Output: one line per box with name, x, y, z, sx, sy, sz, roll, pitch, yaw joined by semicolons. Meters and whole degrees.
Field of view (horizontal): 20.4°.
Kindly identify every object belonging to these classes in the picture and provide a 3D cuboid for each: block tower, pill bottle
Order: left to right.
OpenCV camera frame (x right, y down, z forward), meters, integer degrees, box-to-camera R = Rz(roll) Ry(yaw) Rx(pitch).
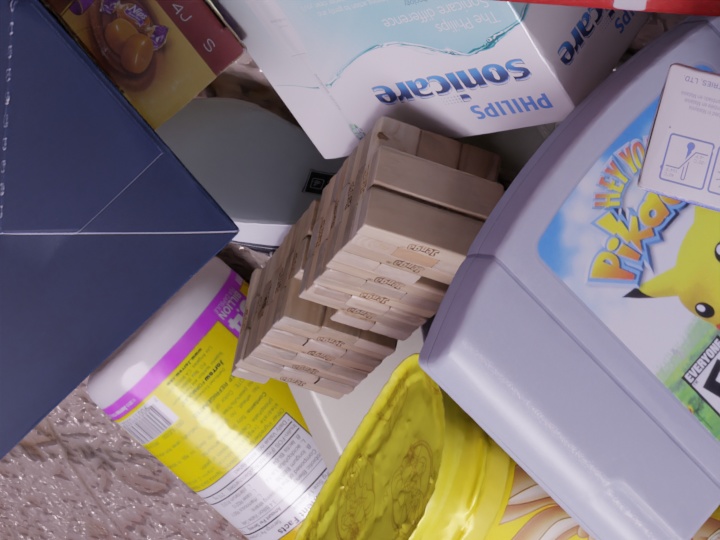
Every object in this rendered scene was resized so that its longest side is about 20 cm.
pill bottle;-0.045;0.092;1.095;0.200;0.104;0.104;43;147;-10
block tower;0.000;0.000;0.850;0.058;0.054;0.200;18;157;-13

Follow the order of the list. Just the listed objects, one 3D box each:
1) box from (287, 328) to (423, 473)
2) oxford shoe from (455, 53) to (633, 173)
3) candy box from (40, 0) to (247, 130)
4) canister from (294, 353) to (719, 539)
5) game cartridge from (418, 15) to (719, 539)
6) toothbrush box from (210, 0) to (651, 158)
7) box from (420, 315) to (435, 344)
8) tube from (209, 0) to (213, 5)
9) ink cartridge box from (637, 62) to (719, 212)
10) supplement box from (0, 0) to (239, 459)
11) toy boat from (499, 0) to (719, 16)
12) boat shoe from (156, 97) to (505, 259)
box;0.027;0.110;1.016;0.200;0.068;0.082;67;171;-17
oxford shoe;0.105;-0.048;0.821;0.200;0.058;0.075;16;145;32
candy box;-0.129;-0.131;0.865;0.117;0.056;0.200;51;171;-21
canister;0.088;0.124;0.811;0.200;0.087;0.149;17;124;-20
game cartridge;0.121;-0.006;0.729;0.133;0.200;0.040;43;168;-9
toothbrush box;0.001;-0.148;0.766;0.146;0.085;0.200;-7;128;47
box;0.107;0.093;0.913;0.101;0.113;0.200;-19;126;8
tube;-0.094;-0.178;0.858;0.200;0.052;0.058;59;-177;-38
ink cartridge box;0.197;-0.018;0.628;0.200;0.044;0.094;18;-174;25
supplement box;-0.190;-0.019;0.794;0.134;0.200;0.200;50;172;-28
toy boat;0.064;-0.138;0.613;0.200;0.131;0.131;4;112;1
boat shoe;-0.022;-0.028;0.955;0.199;0.074;0.068;9;146;13
